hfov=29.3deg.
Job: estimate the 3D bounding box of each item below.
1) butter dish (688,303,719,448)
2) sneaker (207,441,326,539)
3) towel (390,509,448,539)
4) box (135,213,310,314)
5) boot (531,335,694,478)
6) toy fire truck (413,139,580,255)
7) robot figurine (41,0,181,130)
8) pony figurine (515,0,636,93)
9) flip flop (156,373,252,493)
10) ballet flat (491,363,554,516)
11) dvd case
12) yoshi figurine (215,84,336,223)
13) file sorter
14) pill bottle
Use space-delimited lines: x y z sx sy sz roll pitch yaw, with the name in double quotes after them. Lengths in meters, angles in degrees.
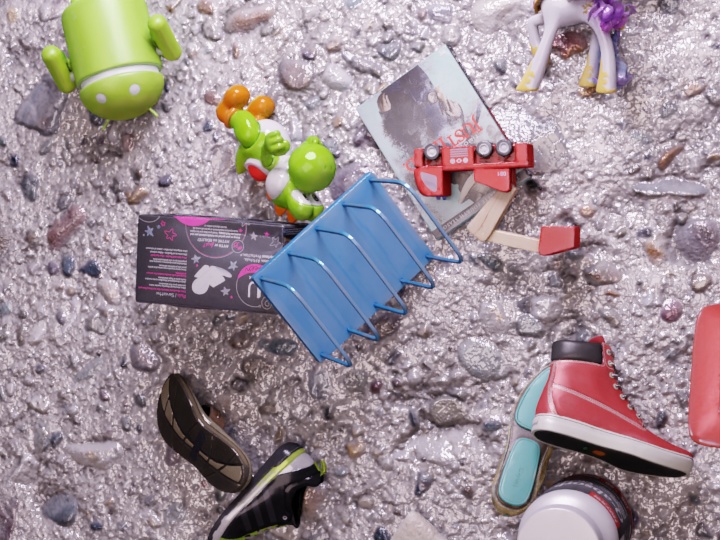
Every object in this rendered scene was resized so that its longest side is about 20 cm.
0.476 0.148 1.542 0.198 0.148 0.201 -1 49 19 "butter dish"
-0.120 0.313 1.771 0.083 0.072 0.200 41 102 12 "sneaker"
0.064 0.419 1.731 0.132 0.034 0.200 35 100 14 "towel"
-0.170 -0.009 1.754 0.199 0.132 0.115 5 94 17 "box"
0.311 0.157 1.630 0.199 0.072 0.145 21 66 -5 "boot"
0.163 -0.086 1.667 0.199 0.049 0.142 -2 91 18 "toy fire truck"
-0.326 -0.289 1.813 0.175 0.116 0.201 -14 86 6 "robot figurine"
0.268 -0.312 1.613 0.192 0.166 0.201 5 107 26 "pony figurine"
-0.200 0.213 1.799 0.200 0.057 0.081 40 114 32 "flip flop"
0.206 0.206 1.658 0.070 0.071 0.201 17 65 17 "ballet flat"
0.103 -0.160 1.721 0.146 0.022 0.201 -33 82 16 "dvd case"
-0.093 -0.154 1.726 0.112 0.112 0.200 -26 62 -18 "yoshi figurine"
0.000 0.000 1.639 0.200 0.123 0.139 -42 108 -13 "file sorter"
0.245 0.304 1.582 0.115 0.200 0.117 0 91 18 "pill bottle"
